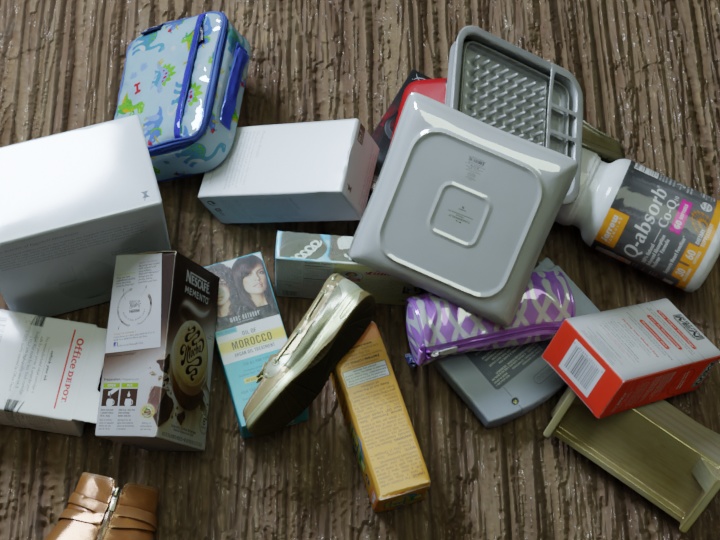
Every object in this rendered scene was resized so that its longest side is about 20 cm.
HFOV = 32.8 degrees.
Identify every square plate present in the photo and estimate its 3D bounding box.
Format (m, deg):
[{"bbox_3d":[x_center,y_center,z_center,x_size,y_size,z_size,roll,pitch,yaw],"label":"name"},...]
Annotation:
[{"bbox_3d":[0.107,-0.063,1.320,0.198,0.028,0.200,23,106,6],"label":"square plate"}]

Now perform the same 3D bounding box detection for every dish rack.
[{"bbox_3d":[0.172,-0.173,1.408,0.199,0.043,0.174,18,68,-33],"label":"dish rack"}]

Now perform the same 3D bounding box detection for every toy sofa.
[{"bbox_3d":[0.315,0.192,1.379,0.199,0.083,0.098,34,27,11],"label":"toy sofa"}]

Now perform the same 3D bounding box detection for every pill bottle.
[{"bbox_3d":[0.337,-0.065,1.476,0.198,0.117,0.117,25,67,7],"label":"pill bottle"}]

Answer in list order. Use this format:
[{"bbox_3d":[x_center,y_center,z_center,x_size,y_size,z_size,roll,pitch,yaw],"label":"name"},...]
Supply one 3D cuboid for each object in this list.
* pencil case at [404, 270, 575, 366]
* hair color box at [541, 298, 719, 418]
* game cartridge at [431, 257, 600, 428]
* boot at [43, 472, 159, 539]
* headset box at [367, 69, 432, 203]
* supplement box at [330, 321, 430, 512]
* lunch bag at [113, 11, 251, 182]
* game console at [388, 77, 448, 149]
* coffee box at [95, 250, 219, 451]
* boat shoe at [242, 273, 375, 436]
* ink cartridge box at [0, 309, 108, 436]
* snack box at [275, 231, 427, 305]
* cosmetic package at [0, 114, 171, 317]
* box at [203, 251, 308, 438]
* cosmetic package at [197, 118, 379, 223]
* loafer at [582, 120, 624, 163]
[{"bbox_3d":[0.145,0.054,1.389,0.198,0.085,0.086,-13,33,-8],"label":"pencil case"},{"bbox_3d":[0.307,0.095,1.371,0.199,0.062,0.102,-7,46,-42],"label":"hair color box"},{"bbox_3d":[0.191,0.089,1.442,0.199,0.042,0.133,-36,77,-18],"label":"game cartridge"},{"bbox_3d":[-0.316,0.290,1.301,0.198,0.074,0.156,14,66,-11],"label":"boot"},{"bbox_3d":[0.079,-0.125,1.508,0.148,0.077,0.201,28,66,9],"label":"headset box"},{"bbox_3d":[0.017,0.165,1.379,0.068,0.067,0.202,-17,68,-11],"label":"supplement box"},{"bbox_3d":[-0.218,-0.214,1.490,0.159,0.082,0.202,-7,60,29],"label":"lunch bag"},{"bbox_3d":[0.129,-0.119,1.458,0.171,0.119,0.202,0,61,29],"label":"game console"},{"bbox_3d":[-0.220,0.091,1.345,0.079,0.113,0.202,-2,74,20],"label":"coffee box"},{"bbox_3d":[-0.066,0.093,1.347,0.063,0.073,0.201,33,79,28],"label":"boat shoe"},{"bbox_3d":[-0.362,0.116,1.375,0.198,0.068,0.117,9,66,1],"label":"ink cartridge box"},{"bbox_3d":[0.000,0.000,1.424,0.198,0.116,0.037,4,67,-2],"label":"snack box"},{"bbox_3d":[-0.324,-0.054,1.381,0.197,0.200,0.124,-15,67,-11],"label":"cosmetic package"},{"bbox_3d":[-0.126,0.085,1.415,0.081,0.049,0.202,-15,68,-11],"label":"box"},{"bbox_3d":[-0.085,-0.115,1.449,0.198,0.074,0.103,2,64,27],"label":"cosmetic package"},{"bbox_3d":[0.248,-0.187,1.546,0.199,0.076,0.068,27,73,8],"label":"loafer"}]
